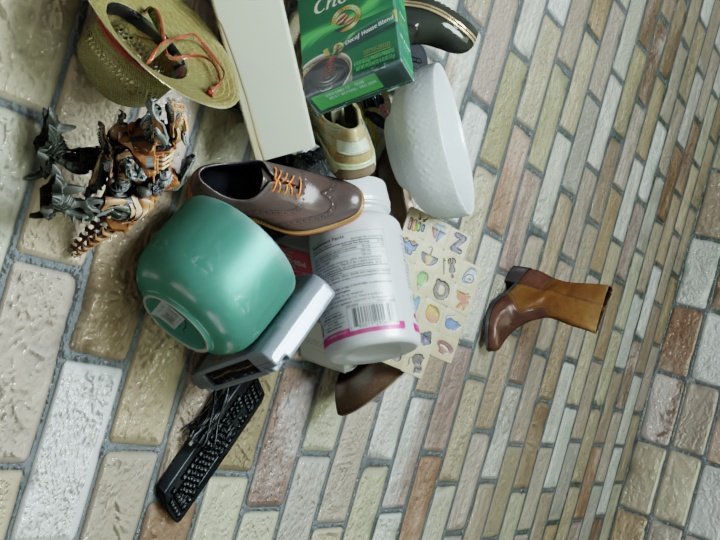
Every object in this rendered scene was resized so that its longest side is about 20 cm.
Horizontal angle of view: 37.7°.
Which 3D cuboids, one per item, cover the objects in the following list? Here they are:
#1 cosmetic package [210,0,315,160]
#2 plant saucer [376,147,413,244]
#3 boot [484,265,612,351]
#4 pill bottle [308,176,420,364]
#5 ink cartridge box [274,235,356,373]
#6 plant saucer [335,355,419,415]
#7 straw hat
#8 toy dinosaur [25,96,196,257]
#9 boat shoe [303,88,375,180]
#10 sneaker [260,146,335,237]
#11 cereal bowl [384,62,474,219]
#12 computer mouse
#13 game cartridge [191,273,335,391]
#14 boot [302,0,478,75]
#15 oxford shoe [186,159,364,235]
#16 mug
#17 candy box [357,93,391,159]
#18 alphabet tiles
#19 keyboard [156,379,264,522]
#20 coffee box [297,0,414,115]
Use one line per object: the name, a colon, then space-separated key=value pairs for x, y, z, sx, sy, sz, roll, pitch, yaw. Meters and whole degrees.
cosmetic package: x=-0.108 y=-0.231 z=1.128 sx=0.104 sy=0.072 sz=0.201 roll=-110 pitch=-175 yaw=-53
plant saucer: x=0.054 y=-0.083 z=1.466 sx=0.200 sy=0.036 sz=0.203 roll=-11 pitch=90 yaw=-83
boot: x=0.340 y=0.088 z=1.923 sx=0.189 sy=0.198 sz=0.069 roll=-55 pitch=144 yaw=-30
pill bottle: x=0.000 y=0.000 z=1.231 sx=0.113 sy=0.112 sz=0.202 roll=21 pitch=56 yaw=-59
ink cartridge box: x=-0.026 y=0.011 z=1.400 sx=0.146 sy=0.084 sz=0.201 roll=-47 pitch=138 yaw=-38
plant saucer: x=0.031 y=0.119 z=1.474 sx=0.037 sy=0.200 sz=0.201 roll=48 pitch=51 yaw=-6
straw hat: x=-0.213 y=-0.202 z=0.991 sx=0.085 sy=0.202 sz=0.200 roll=-37 pitch=159 yaw=23
toy dinosaur: x=-0.228 y=-0.078 z=0.969 sx=0.135 sy=0.102 sz=0.201 roll=8 pitch=116 yaw=-34
boat shoe: x=-0.028 y=-0.183 z=1.224 sx=0.071 sy=0.200 sz=0.077 roll=-17 pitch=126 yaw=-13
sneaker: x=-0.081 y=-0.117 z=1.276 sx=0.200 sy=0.060 sz=0.105 roll=-50 pitch=146 yaw=-30
cereal bowl: x=0.084 y=-0.159 z=1.353 sx=0.200 sy=0.082 sz=0.202 roll=-13 pitch=90 yaw=-74
computer mouse: x=0.052 y=-0.253 z=1.406 sx=0.200 sy=0.046 sz=0.142 roll=12 pitch=79 yaw=-68
game cartridge: x=-0.111 y=0.069 z=1.202 sx=0.041 sy=0.199 sz=0.134 roll=40 pitch=59 yaw=-17
boot: x=0.033 y=-0.267 z=1.289 sx=0.077 sy=0.198 sz=0.140 roll=124 pitch=-16 yaw=-76
oxford shoe: x=-0.088 y=-0.082 z=1.152 sx=0.073 sy=0.198 sz=0.072 roll=131 pitch=-42 yaw=-71
mug: x=-0.157 y=0.026 z=1.124 sx=0.115 sy=0.151 sz=0.186 roll=-52 pitch=141 yaw=-27
candy box: x=-0.005 y=-0.229 z=1.386 sx=0.103 sy=0.026 sz=0.201 roll=-62 pitch=147 yaw=-29
alphabet tiles: x=0.071 y=0.029 z=1.369 sx=0.165 sy=0.006 sz=0.202 roll=24 pitch=81 yaw=-22
keyboard: x=-0.175 y=0.207 z=1.285 sx=0.201 sy=0.039 sz=0.105 roll=-57 pitch=146 yaw=-29
coffee box: x=-0.010 y=-0.279 z=1.186 sx=0.044 sy=0.122 sz=0.202 roll=47 pitch=32 yaw=-52
